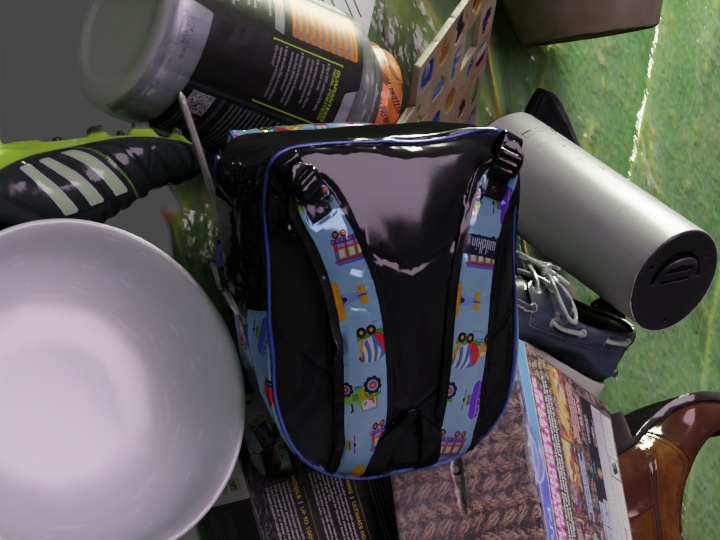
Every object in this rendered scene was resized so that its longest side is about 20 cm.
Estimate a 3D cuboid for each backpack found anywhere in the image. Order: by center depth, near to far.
[{"bbox_3d":[0.004,0.015,1.039,0.182,0.134,0.201,-8,101,-27],"label":"backpack"}]

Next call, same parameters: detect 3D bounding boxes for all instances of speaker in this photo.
[{"bbox_3d":[0.161,-0.038,1.249,0.081,0.081,0.200,7,23,-41],"label":"speaker"}]

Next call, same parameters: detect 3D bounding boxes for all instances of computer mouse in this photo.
[{"bbox_3d":[0.166,-0.048,1.356,0.046,0.140,0.201,-20,88,-7],"label":"computer mouse"}]

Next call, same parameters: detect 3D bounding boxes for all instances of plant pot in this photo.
[{"bbox_3d":[0.177,-0.279,1.442,0.200,0.199,0.174,-13,97,-46],"label":"plant pot"}]

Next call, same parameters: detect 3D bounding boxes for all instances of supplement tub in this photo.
[{"bbox_3d":[-0.076,-0.134,1.158,0.199,0.122,0.123,19,58,-36],"label":"supplement tub"}]

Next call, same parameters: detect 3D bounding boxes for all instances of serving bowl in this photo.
[{"bbox_3d":[-0.168,0.074,0.996,0.199,0.066,0.201,10,68,-25],"label":"serving bowl"}]

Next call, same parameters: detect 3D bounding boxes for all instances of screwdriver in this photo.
[{"bbox_3d":[-0.085,-0.019,1.109,0.029,0.028,0.201,-78,154,-60],"label":"screwdriver"}]

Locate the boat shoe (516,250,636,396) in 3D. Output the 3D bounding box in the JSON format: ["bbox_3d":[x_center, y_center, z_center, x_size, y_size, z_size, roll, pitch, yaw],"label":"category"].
[{"bbox_3d":[0.120,0.026,1.185,0.200,0.062,0.075,31,11,-39],"label":"boat shoe"}]

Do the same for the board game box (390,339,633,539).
[{"bbox_3d":[0.103,0.152,1.152,0.200,0.096,0.160,36,42,-58],"label":"board game box"}]

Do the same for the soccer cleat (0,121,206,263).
[{"bbox_3d":[-0.180,-0.045,1.066,0.199,0.067,0.081,-8,87,-39],"label":"soccer cleat"}]

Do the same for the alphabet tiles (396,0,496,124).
[{"bbox_3d":[0.056,-0.115,1.266,0.008,0.168,0.200,20,45,14],"label":"alphabet tiles"}]

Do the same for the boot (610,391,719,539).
[{"bbox_3d":[0.248,0.200,1.342,0.188,0.068,0.201,-8,77,-45],"label":"boot"}]

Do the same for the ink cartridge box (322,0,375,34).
[{"bbox_3d":[-0.032,-0.234,1.305,0.094,0.044,0.201,33,50,-30],"label":"ink cartridge box"}]

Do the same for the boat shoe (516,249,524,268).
[{"bbox_3d":[0.080,0.012,1.271,0.070,0.071,0.201,-44,110,-46],"label":"boat shoe"}]

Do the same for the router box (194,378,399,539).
[{"bbox_3d":[-0.024,0.160,1.103,0.149,0.051,0.201,-12,85,-47],"label":"router box"}]
